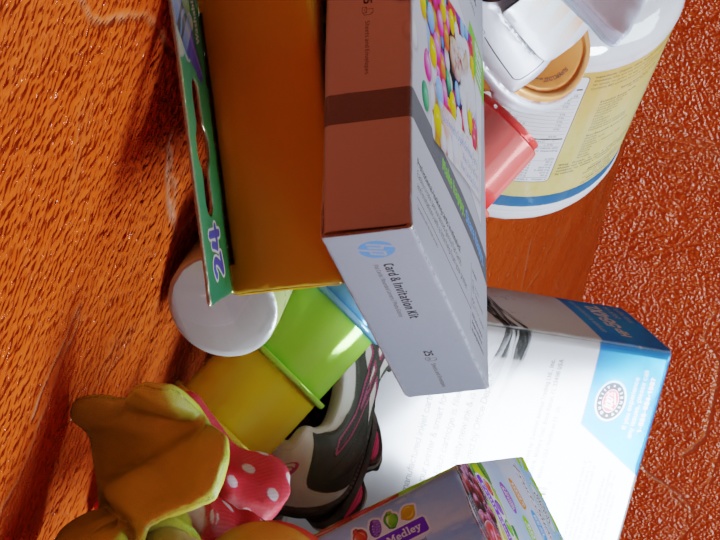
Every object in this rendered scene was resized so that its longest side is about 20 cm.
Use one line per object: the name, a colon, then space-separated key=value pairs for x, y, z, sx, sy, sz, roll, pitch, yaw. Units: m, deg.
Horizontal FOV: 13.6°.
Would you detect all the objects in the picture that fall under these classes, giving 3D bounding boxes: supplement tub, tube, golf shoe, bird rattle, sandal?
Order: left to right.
bird rattle: x=-0.059 y=0.127 z=1.246 sx=0.113 sy=0.163 sz=0.200 roll=-54 pitch=161 yaw=-2
tube: x=-0.038 y=-0.029 z=1.397 sx=0.052 sy=0.058 sz=0.200 roll=60 pitch=23 yaw=-18
golf shoe: x=-0.014 y=0.027 z=1.499 sx=0.088 sy=0.077 sz=0.201 roll=77 pitch=17 yaw=-60
sandal: x=0.063 y=-0.146 z=1.384 sx=0.207 sy=0.059 sz=0.080 roll=46 pitch=51 yaw=-41
supplement tub: x=0.092 y=-0.137 z=1.609 sx=0.200 sy=0.144 sz=0.145 roll=109 pitch=4 yaw=-54

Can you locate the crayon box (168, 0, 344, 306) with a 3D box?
crayon box: x=-0.024 y=-0.062 z=1.256 sx=0.200 sy=0.051 sz=0.127 roll=-35 pitch=119 yaw=-76

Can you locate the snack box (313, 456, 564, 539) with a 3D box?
snack box: x=0.004 y=0.154 z=1.448 sx=0.068 sy=0.168 sz=0.200 roll=64 pitch=9 yaw=8

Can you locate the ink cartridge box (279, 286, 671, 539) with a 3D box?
ink cartridge box: x=0.051 y=0.084 z=1.661 sx=0.084 sy=0.199 sz=0.147 roll=-130 pitch=-128 yaw=-65

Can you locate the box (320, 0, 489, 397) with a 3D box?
box: x=0.020 y=-0.070 z=1.249 sx=0.156 sy=0.041 sz=0.201 roll=63 pitch=23 yaw=-60

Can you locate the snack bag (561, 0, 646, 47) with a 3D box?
snack bag: x=0.076 y=-0.199 z=1.382 sx=0.021 sy=0.188 sz=0.200 roll=-41 pitch=-168 yaw=35

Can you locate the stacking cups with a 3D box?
stacking cups: x=0.000 y=0.000 z=1.407 sx=0.200 sy=0.060 sz=0.061 roll=-48 pitch=169 yaw=-4
